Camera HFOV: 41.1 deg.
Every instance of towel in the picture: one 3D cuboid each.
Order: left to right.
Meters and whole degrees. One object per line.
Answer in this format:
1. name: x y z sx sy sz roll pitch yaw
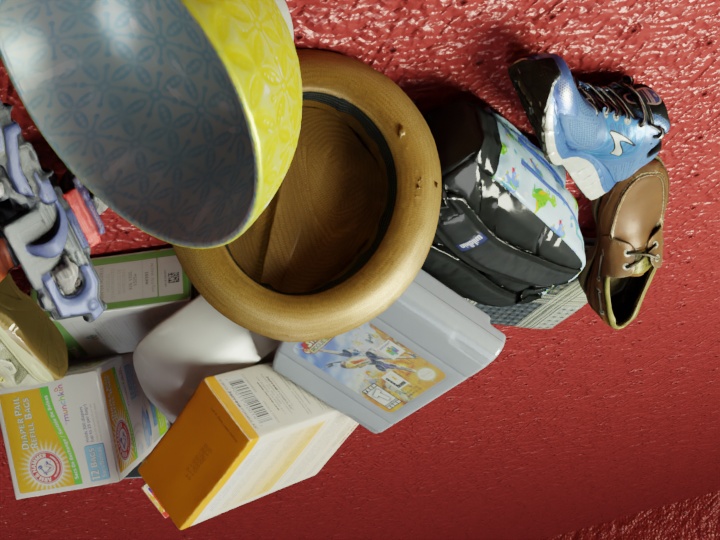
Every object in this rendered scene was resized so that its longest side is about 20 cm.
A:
1. towel: 0.180 0.009 1.036 0.192 0.035 0.200 6 153 -23

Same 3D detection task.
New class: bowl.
1. bowl: -0.101 -0.124 0.543 0.108 0.200 0.200 -45 176 -35
2. bowl: -0.108 0.081 0.927 0.200 0.075 0.200 -35 159 -16

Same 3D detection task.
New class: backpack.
1. backpack: 0.098 -0.045 0.782 0.200 0.154 0.163 36 131 -28

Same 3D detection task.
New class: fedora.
1. fedora: -0.041 -0.050 0.672 0.200 0.201 0.082 -4 176 -11

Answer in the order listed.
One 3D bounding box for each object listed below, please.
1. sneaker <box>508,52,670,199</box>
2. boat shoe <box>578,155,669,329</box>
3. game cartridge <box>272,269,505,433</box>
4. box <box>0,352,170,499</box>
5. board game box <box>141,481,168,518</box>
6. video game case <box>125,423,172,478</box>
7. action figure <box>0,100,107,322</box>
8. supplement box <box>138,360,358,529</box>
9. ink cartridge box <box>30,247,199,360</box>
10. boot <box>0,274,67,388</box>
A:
1. sneaker: 0.177 -0.121 0.721 0.089 0.079 0.200 -29 157 22
2. boat shoe: 0.257 -0.024 0.901 0.072 0.068 0.200 -11 141 -4
3. game cartridge: 0.010 0.063 0.792 0.133 0.042 0.200 31 142 -13
4. box: -0.272 0.143 0.968 0.101 0.113 0.200 -10 -177 3
5. board game box: -0.148 0.187 1.102 0.200 0.046 0.152 -38 -178 -1
6. video game case: -0.253 0.188 1.107 0.143 0.019 0.200 -7 -167 19
7. action figure: -0.271 -0.047 0.686 0.193 0.105 0.200 -22 121 -23
8. supplement box: -0.088 0.148 0.886 0.126 0.074 0.200 -52 157 25
9. ink cartridge box: -0.248 0.036 0.905 0.200 0.059 0.104 -8 155 -1
10. boot: -0.360 0.043 0.795 0.155 0.072 0.200 -20 129 9
